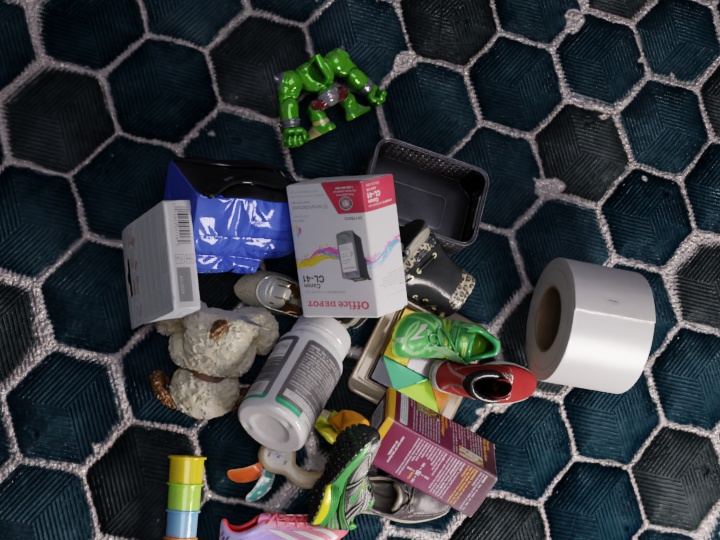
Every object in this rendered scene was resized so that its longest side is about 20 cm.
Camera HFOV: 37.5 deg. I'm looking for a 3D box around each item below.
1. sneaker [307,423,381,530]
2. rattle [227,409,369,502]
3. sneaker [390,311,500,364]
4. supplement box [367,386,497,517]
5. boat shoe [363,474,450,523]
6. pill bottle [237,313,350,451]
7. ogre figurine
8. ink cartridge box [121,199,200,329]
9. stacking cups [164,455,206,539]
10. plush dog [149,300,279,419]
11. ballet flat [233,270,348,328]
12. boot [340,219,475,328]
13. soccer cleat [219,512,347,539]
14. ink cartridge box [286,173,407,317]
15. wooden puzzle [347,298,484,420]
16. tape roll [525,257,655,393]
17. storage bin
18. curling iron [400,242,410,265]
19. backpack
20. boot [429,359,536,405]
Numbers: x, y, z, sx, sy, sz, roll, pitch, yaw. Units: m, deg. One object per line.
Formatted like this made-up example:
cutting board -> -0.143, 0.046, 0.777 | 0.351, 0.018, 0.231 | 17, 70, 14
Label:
sneaker -> -0.011, 0.306, 1.573 | 0.085, 0.201, 0.078 | 15, 34, -14
rattle -> -0.093, 0.287, 1.611 | 0.198, 0.143, 0.131 | -14, 102, -21
sneaker -> 0.135, 0.106, 1.654 | 0.199, 0.083, 0.075 | 2, 94, -33
supplement box -> 0.108, 0.282, 1.657 | 0.199, 0.110, 0.086 | 30, 109, -7
boat shoe -> 0.054, 0.358, 1.667 | 0.198, 0.065, 0.073 | 10, 78, -11
pill bottle -> -0.095, 0.165, 1.613 | 0.113, 0.113, 0.201 | 35, 51, -5
ogre figurine -> -0.059, -0.291, 1.739 | 0.199, 0.098, 0.121 | -26, 98, -5
ink cartridge box -> -0.301, -0.004, 1.586 | 0.047, 0.200, 0.162 | -3, 80, -30
stacking cups -> -0.264, 0.380, 1.593 | 0.060, 0.060, 0.202 | 2, 82, -13
plush dog -> -0.226, 0.144, 1.610 | 0.198, 0.161, 0.173 | 10, 102, -11
ballet flat -> -0.102, 0.043, 1.687 | 0.198, 0.062, 0.068 | 17, 76, -9
boot -> 0.079, 0.040, 1.681 | 0.154, 0.073, 0.204 | 41, 85, -28
soccer cleat -> -0.117, 0.398, 1.619 | 0.198, 0.067, 0.077 | -11, 93, -11
ink cartridge box -> -0.020, -0.036, 1.560 | 0.085, 0.147, 0.202 | -17, 103, -53
wooden puzzle -> 0.099, 0.145, 1.729 | 0.184, 0.037, 0.201 | 28, 75, -7
tape roll -> 0.367, 0.089, 1.718 | 0.138, 0.203, 0.205 | 10, 78, -10
storage bin -> 0.097, -0.119, 1.746 | 0.198, 0.094, 0.136 | 17, 77, -11
curling iron -> 0.000, 0.000, 1.648 | 0.026, 0.199, 0.050 | 43, 50, -26
backpack -> -0.191, -0.086, 1.635 | 0.199, 0.163, 0.169 | -3, 124, -30
boot -> 0.227, 0.184, 1.679 | 0.199, 0.144, 0.073 | 8, 89, -31
